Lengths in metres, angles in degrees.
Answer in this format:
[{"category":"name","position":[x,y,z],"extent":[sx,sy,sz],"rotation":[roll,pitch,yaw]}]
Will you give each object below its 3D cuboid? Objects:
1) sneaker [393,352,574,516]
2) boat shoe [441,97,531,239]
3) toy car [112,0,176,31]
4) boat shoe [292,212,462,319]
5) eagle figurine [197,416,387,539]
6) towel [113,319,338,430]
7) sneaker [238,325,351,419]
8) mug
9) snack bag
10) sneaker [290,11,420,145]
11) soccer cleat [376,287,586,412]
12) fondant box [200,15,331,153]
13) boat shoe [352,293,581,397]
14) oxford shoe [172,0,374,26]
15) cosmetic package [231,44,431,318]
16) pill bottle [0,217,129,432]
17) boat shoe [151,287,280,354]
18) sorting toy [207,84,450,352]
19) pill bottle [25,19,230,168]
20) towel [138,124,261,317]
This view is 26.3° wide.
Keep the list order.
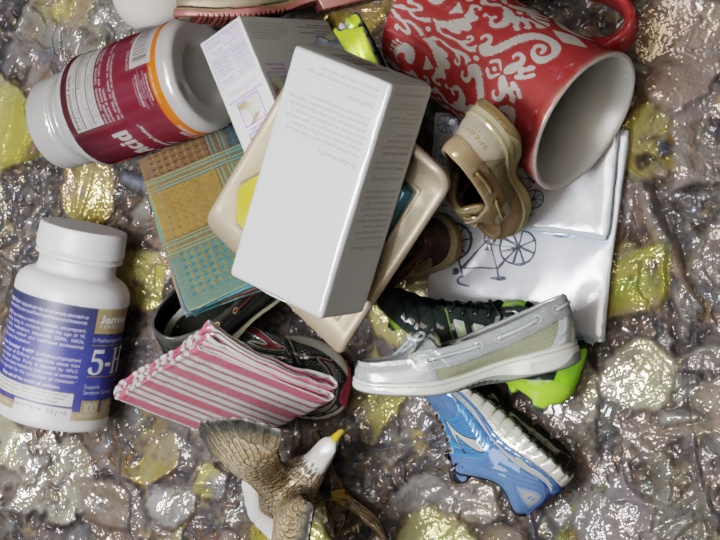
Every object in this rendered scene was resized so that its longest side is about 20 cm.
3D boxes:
[{"category":"sneaker","position":[0.097,0.149,1.420],"extent":[0.200,0.078,0.089],"rotation":[43,105,17]},{"category":"boat shoe","position":[0.100,-0.074,1.327],"extent":[0.064,0.200,0.071],"rotation":[-42,65,-11]},{"category":"toy car","position":[-0.186,-0.330,1.495],"extent":[0.198,0.150,0.177],"rotation":[-3,91,24]},{"category":"boat shoe","position":[0.000,0.000,1.454],"extent":[0.199,0.072,0.073],"rotation":[-21,85,34]},{"category":"eagle figurine","position":[-0.069,0.201,1.429],"extent":[0.151,0.200,0.152],"rotation":[13,97,23]},{"category":"towel","position":[-0.130,0.111,1.458],"extent":[0.200,0.146,0.030],"rotation":[-30,41,52]},{"category":"sneaker","position":[-0.101,0.096,1.510],"extent":[0.199,0.075,0.081],"rotation":[15,98,22]},{"category":"mug","position":[0.139,-0.186,1.377],"extent":[0.200,0.177,0.134],"rotation":[36,138,30]},{"category":"snack bag","position":[0.146,-0.041,1.424],"extent":[0.187,0.021,0.202],"rotation":[8,95,23]},{"category":"sneaker","position":[0.004,-0.125,1.386],"extent":[0.080,0.074,0.201],"rotation":[-22,87,9]},{"category":"soccer cleat","position":[0.111,0.053,1.405],"extent":[0.199,0.068,0.082],"rotation":[26,107,3]},{"category":"fondant box","position":[-0.052,-0.135,1.439],"extent":[0.058,0.144,0.201],"rotation":[-29,79,32]},{"category":"boat shoe","position":[0.090,0.069,1.345],"extent":[0.200,0.074,0.065],"rotation":[-10,92,4]},{"category":"oxford shoe","position":[-0.083,-0.274,1.455],"extent":[0.198,0.070,0.075],"rotation":[-12,96,-15]},{"category":"cosmetic package","position":[-0.025,-0.073,1.263],"extent":[0.101,0.074,0.201],"rotation":[26,107,28]},{"category":"pill bottle","position":[-0.299,0.053,1.574],"extent":[0.119,0.120,0.202],"rotation":[15,98,23]},{"category":"boat shoe","position":[-0.118,0.008,1.480],"extent":[0.073,0.063,0.201],"rotation":[34,72,32]},{"category":"sorting toy","position":[-0.036,-0.058,1.328],"extent":[0.185,0.036,0.201],"rotation":[43,117,22]},{"category":"pill bottle","position":[-0.230,-0.170,1.534],"extent":[0.199,0.114,0.115],"rotation":[-14,86,33]},{"category":"towel","position":[-0.124,-0.056,1.475],"extent":[0.146,0.022,0.201],"rotation":[-20,54,-4]}]
